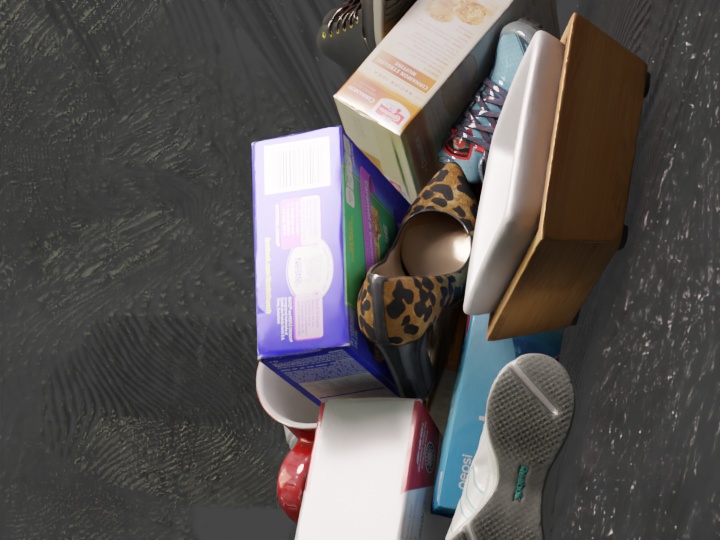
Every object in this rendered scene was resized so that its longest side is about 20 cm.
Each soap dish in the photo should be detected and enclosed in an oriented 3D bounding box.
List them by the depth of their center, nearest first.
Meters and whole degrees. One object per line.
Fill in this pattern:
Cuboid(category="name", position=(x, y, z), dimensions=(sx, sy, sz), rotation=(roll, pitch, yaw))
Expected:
Cuboid(category="soap dish", position=(0.128, -0.053, 1.399), dimensions=(0.200, 0.081, 0.158), rotation=(109, 173, -69))

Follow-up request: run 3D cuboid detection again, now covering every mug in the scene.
Cuboid(category="mug", position=(-0.003, 0.143, 1.829), dimensions=(0.133, 0.177, 0.200), rotation=(44, 173, 43))

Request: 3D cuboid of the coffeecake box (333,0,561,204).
Cuboid(category="coffeecake box", position=(0.078, -0.158, 1.759), dimensions=(0.200, 0.073, 0.154), rotation=(-50, -25, -17))

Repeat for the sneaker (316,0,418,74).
Cuboid(category="sneaker", position=(0.005, -0.212, 1.779), dimensions=(0.075, 0.106, 0.200), rotation=(-47, -27, -23))

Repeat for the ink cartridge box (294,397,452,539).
Cuboid(category="ink cartridge box", position=(0.029, 0.205, 1.571), dimensions=(0.200, 0.083, 0.147), rotation=(59, -145, -52))

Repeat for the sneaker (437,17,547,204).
Cuboid(category="sneaker", position=(0.111, -0.103, 1.702), dimensions=(0.079, 0.095, 0.201), rotation=(32, 123, 47))

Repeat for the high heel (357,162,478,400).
Cuboid(category="high heel", position=(0.046, -0.022, 1.534), dimensions=(0.143, 0.071, 0.201), rotation=(68, -150, -56))

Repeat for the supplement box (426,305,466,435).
Cuboid(category="supplement box", position=(0.095, 0.068, 1.677), dimensions=(0.200, 0.073, 0.126), rotation=(105, 177, -61))

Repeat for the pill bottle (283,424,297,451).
Cuboid(category="pill bottle", position=(-0.003, 0.212, 1.976), dimensions=(0.113, 0.113, 0.200), rotation=(106, 149, -62))

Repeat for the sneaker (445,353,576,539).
Cuboid(category="sneaker", position=(0.098, 0.153, 1.381), dimensions=(0.080, 0.070, 0.201), rotation=(17, -89, -83))

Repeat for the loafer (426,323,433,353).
Cuboid(category="loafer", position=(0.000, 0.000, 1.744), dimensions=(0.200, 0.070, 0.070), rotation=(-123, 25, -42))

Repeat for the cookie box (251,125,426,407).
Cuboid(category="cookie box", position=(-0.013, 0.008, 1.592), dimensions=(0.200, 0.075, 0.172), rotation=(44, -139, -65))

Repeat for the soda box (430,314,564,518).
Cuboid(category="soda box", position=(0.102, 0.079, 1.504), dimensions=(0.064, 0.068, 0.201), rotation=(108, 174, -79))
